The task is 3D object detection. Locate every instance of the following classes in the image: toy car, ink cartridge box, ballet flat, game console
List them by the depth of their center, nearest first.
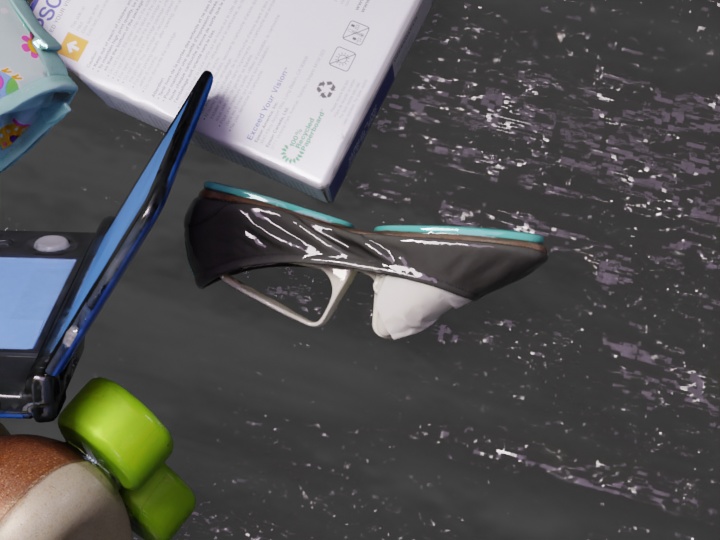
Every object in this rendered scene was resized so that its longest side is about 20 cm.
[{"bbox_3d":[-0.166,-0.021,0.905,0.170,0.200,0.119,2,113,2],"label":"game console"},{"bbox_3d":[-0.215,0.109,0.927,0.200,0.158,0.164,33,69,20],"label":"toy car"},{"bbox_3d":[0.000,0.000,0.983,0.199,0.068,0.069,9,88,14],"label":"ballet flat"},{"bbox_3d":[-0.062,-0.165,1.024,0.199,0.043,0.197,25,79,12],"label":"ink cartridge box"}]

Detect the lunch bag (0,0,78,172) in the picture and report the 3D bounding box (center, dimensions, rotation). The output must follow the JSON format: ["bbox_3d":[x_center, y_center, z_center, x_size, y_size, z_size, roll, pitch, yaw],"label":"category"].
[{"bbox_3d":[-0.271,-0.111,0.980,0.199,0.122,0.171,-32,79,0],"label":"lunch bag"}]
